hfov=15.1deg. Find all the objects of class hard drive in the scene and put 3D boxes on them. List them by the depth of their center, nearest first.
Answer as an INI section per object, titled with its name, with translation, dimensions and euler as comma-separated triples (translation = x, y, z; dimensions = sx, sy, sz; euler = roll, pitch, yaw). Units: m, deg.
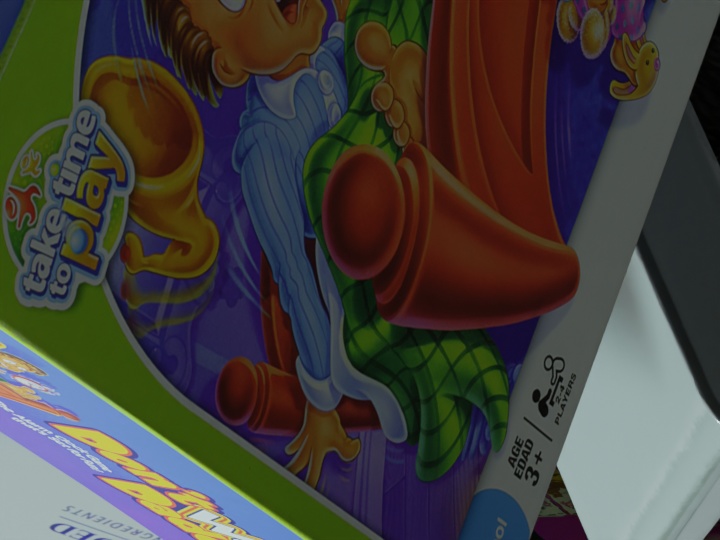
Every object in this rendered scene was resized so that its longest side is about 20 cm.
[hard drive]
translation = 0.060, 0.001, 0.683
dimensions = 0.026, 0.133, 0.200
euler = -21, 165, -7

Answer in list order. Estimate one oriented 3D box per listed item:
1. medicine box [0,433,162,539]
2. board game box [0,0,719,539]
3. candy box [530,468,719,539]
[medicine box]
translation = -0.087, 0.029, 0.666
dimensions = 0.181, 0.104, 0.200
euler = 22, 143, -24
[board game box]
translation = 0.002, -0.062, 0.392
dimensions = 0.045, 0.201, 0.134
euler = 8, 159, 38
[candy box]
translation = 0.113, 0.122, 0.856
dimensions = 0.136, 0.061, 0.200
euler = 2, -156, -36
